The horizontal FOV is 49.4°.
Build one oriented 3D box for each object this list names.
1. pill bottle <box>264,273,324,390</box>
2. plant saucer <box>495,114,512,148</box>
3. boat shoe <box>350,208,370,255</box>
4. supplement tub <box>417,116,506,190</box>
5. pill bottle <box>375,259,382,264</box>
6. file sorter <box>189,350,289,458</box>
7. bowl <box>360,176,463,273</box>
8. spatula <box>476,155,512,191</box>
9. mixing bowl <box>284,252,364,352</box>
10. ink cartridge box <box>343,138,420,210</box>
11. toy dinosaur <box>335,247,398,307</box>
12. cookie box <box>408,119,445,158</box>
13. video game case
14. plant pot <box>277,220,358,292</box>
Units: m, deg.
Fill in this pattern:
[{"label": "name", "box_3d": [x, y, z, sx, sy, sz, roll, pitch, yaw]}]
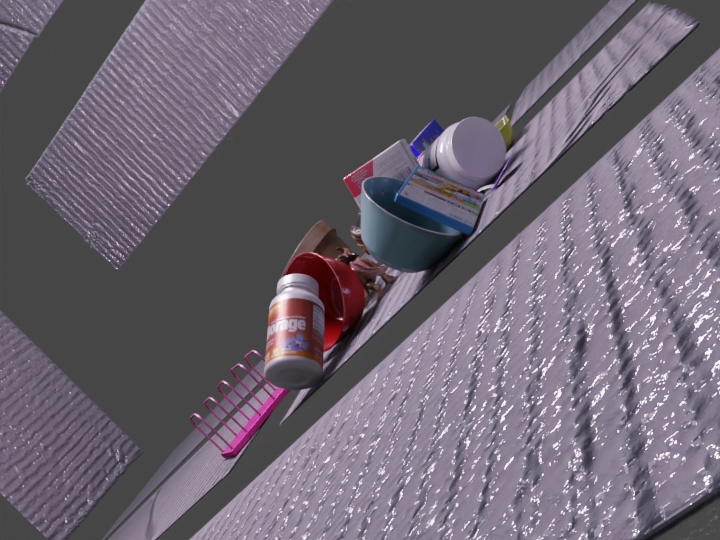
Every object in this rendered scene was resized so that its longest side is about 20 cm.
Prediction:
[{"label": "pill bottle", "box_3d": [-0.123, 0.113, 1.488, 0.112, 0.110, 0.204, -42, 38, 43]}, {"label": "plant saucer", "box_3d": [0.290, -0.270, 1.845, 0.200, 0.048, 0.200, -46, 5, 16]}, {"label": "boat shoe", "box_3d": [0.034, -0.102, 1.730, 0.074, 0.075, 0.201, -12, 26, 30]}, {"label": "supplement tub", "box_3d": [0.205, -0.222, 1.628, 0.141, 0.140, 0.200, -47, 5, -20]}, {"label": "pill bottle", "box_3d": [0.102, -0.112, 1.841, 0.200, 0.112, 0.112, -44, 4, 28]}, {"label": "file sorter", "box_3d": [-0.269, 0.294, 1.743, 0.201, 0.125, 0.139, -49, 4, -24]}, {"label": "bowl", "box_3d": [0.078, -0.071, 1.370, 0.107, 0.197, 0.201, -67, -5, 26]}, {"label": "spatula", "box_3d": [0.232, -0.150, 1.507, 0.200, 0.020, 0.057, -44, 7, 47]}, {"label": "mixing bowl", "box_3d": [-0.061, 0.059, 1.615, 0.107, 0.203, 0.200, -9, -24, -42]}, {"label": "ink cartridge box", "box_3d": [0.079, -0.142, 1.600, 0.143, 0.202, 0.084, -31, 5, 15]}, {"label": "toy dinosaur", "box_3d": [0.000, 0.000, 1.676, 0.086, 0.136, 0.200, -46, 5, -16]}, {"label": "cookie box", "box_3d": [0.198, -0.283, 2.065, 0.075, 0.172, 0.200, -38, 8, 35]}, {"label": "video game case", "box_3d": [0.145, -0.129, 1.392, 0.200, 0.140, 0.018, -55, -12, -64]}, {"label": "plant pot", "box_3d": [-0.071, 0.016, 1.826, 0.202, 0.172, 0.200, -55, -8, -11]}]
